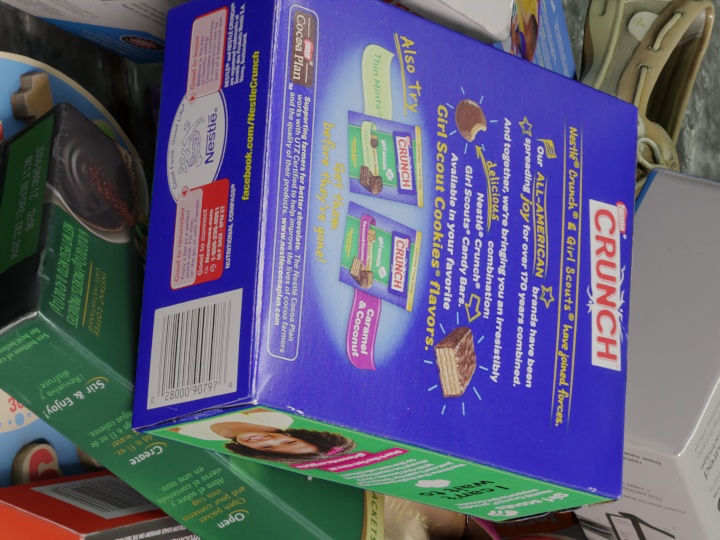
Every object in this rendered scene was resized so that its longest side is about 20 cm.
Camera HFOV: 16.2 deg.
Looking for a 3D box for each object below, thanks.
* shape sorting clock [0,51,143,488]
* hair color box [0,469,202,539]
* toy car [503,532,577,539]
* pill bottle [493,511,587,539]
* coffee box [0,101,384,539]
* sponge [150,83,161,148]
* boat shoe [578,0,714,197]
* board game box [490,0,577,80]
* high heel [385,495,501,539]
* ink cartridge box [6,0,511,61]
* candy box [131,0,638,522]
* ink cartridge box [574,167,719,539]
[{"bbox_3d":[-0.146,0.012,1.006,0.200,0.039,0.201,8,79,-46],"label":"shape sorting clock"},{"bbox_3d":[-0.115,0.186,1.010,0.101,0.061,0.201,-6,109,-55],"label":"hair color box"},{"bbox_3d":[0.058,0.223,1.152,0.200,0.184,0.178,-18,112,-64],"label":"toy car"},{"bbox_3d":[0.085,0.069,1.294,0.114,0.114,0.200,-55,131,-40],"label":"pill bottle"},{"bbox_3d":[-0.066,0.037,0.995,0.200,0.044,0.123,42,32,-32],"label":"coffee box"},{"bbox_3d":[-0.044,0.005,1.183,0.111,0.030,0.201,-15,101,-54],"label":"sponge"},{"bbox_3d":[0.143,-0.071,1.271,0.201,0.063,0.073,-77,158,-48],"label":"boat shoe"},{"bbox_3d":[0.059,-0.112,1.185,0.135,0.045,0.200,-75,156,-45],"label":"board game box"},{"bbox_3d":[-0.031,0.080,1.097,0.199,0.096,0.068,20,84,-27],"label":"high heel"},{"bbox_3d":[-0.053,-0.146,1.012,0.146,0.199,0.085,24,70,-53],"label":"ink cartridge box"},{"bbox_3d":[0.015,-0.004,0.975,0.200,0.077,0.170,18,69,-39],"label":"candy box"},{"bbox_3d":[0.167,0.072,1.215,0.146,0.084,0.200,-61,147,-23],"label":"ink cartridge box"}]
